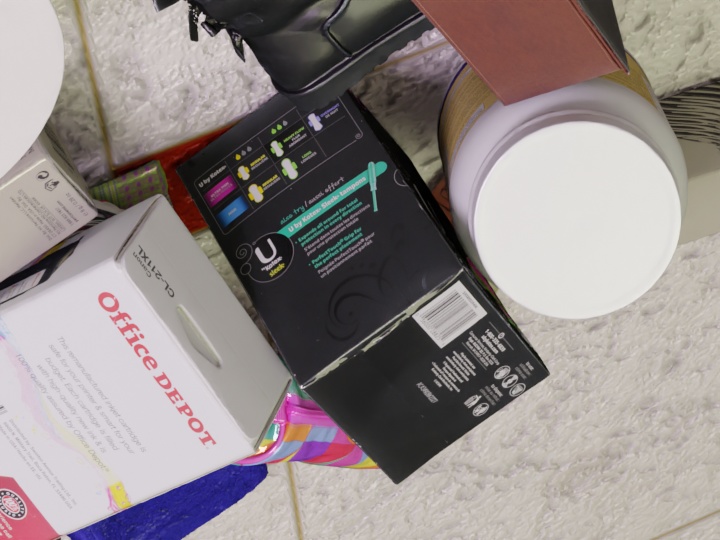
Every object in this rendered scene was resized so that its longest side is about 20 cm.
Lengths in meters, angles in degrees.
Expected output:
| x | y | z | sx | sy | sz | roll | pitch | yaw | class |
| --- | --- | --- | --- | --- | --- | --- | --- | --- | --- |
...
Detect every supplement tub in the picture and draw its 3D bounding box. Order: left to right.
| x | y | z | sx | sy | sz | roll | pitch | yaw | class |
| --- | --- | --- | --- | --- | --- | --- | --- | --- | --- |
| 0.123 | -0.063 | 1.619 | 0.145 | 0.200 | 0.146 | 0 | 111 | -1 | supplement tub |

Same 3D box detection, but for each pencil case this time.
| x | y | z | sx | sy | sz | roll | pitch | yaw | class |
| --- | --- | --- | --- | --- | --- | --- | --- | --- | --- |
| -0.031 | 0.094 | 1.778 | 0.088 | 0.088 | 0.200 | -47 | 155 | 20 | pencil case |

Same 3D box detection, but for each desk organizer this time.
| x | y | z | sx | sy | sz | roll | pitch | yaw | class |
| --- | --- | --- | --- | --- | --- | --- | --- | --- | --- |
| 0.081 | -0.162 | 1.452 | 0.077 | 0.072 | 0.200 | -17 | 159 | 15 | desk organizer |

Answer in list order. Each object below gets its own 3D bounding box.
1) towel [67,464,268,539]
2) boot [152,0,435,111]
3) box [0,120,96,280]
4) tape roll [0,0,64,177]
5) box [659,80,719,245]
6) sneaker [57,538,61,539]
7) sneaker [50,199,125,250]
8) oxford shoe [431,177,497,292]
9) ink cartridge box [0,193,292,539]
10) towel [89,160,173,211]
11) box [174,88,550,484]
| x | y | z | sx | sy | sz | roll | pitch | yaw | class |
| --- | --- | --- | --- | --- | --- | --- | --- | --- | --- |
| -0.150 | 0.135 | 1.783 | 0.147 | 0.050 | 0.200 | -30 | 150 | 2 | towel |
| -0.018 | -0.193 | 1.520 | 0.198 | 0.073 | 0.162 | -39 | 136 | 8 | boot |
| -0.259 | -0.019 | 1.524 | 0.200 | 0.082 | 0.068 | -35 | 142 | 2 | box |
| -0.269 | -0.132 | 1.357 | 0.202 | 0.139 | 0.203 | -18 | 140 | -16 | tape roll |
| 0.223 | -0.071 | 1.804 | 0.199 | 0.082 | 0.068 | -19 | 141 | -18 | box |
| -0.302 | 0.192 | 1.726 | 0.201 | 0.067 | 0.108 | 5 | 133 | -13 | sneaker |
| -0.137 | 0.040 | 1.627 | 0.081 | 0.075 | 0.200 | -34 | 121 | -5 | sneaker |
| 0.074 | -0.017 | 1.792 | 0.200 | 0.071 | 0.074 | -56 | 166 | 22 | oxford shoe |
| -0.163 | 0.065 | 1.559 | 0.200 | 0.083 | 0.146 | -24 | 110 | 30 | ink cartridge box |
| -0.175 | 0.019 | 1.682 | 0.143 | 0.023 | 0.200 | -23 | 141 | -10 | towel |
| 0.000 | 0.000 | 1.633 | 0.124 | 0.200 | 0.149 | -36 | 142 | 4 | box |
